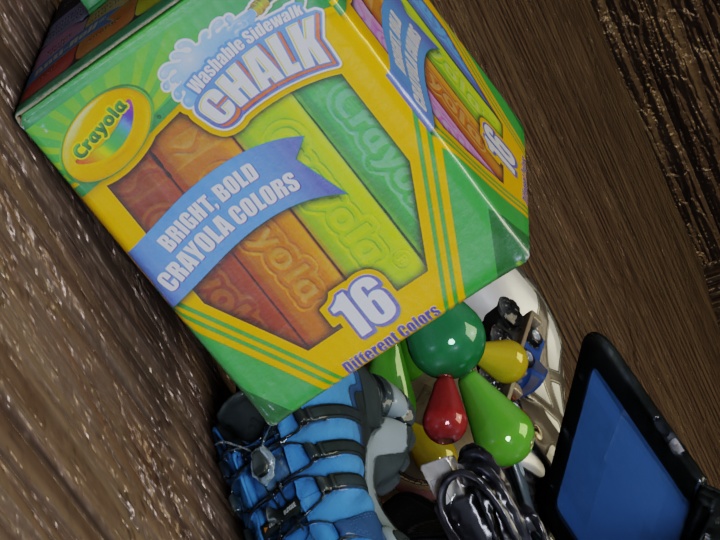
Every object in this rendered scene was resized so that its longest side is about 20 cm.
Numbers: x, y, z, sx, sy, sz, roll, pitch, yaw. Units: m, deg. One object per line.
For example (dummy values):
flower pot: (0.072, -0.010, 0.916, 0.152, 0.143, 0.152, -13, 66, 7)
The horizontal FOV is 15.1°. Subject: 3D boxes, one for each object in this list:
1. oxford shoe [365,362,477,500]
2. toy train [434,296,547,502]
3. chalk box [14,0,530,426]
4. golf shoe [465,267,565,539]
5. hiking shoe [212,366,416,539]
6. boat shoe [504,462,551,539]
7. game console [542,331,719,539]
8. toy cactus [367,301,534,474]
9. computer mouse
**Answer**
oxford shoe: (0.015, 0.024, 1.286, 0.201, 0.070, 0.075, -113, -165, -46)
toy train: (0.064, 0.076, 1.333, 0.046, 0.034, 0.200, 43, 31, -15)
chalk box: (-0.042, -0.071, 1.009, 0.200, 0.125, 0.124, 50, 18, -19)
golf shoe: (0.085, 0.078, 1.571, 0.094, 0.077, 0.201, -25, 95, -79)
hiking shoe: (-0.028, 0.090, 1.049, 0.087, 0.074, 0.200, 44, 19, -22)
boat shoe: (0.062, 0.091, 1.410, 0.073, 0.062, 0.201, -12, 85, -43)
game console: (0.120, 0.166, 1.383, 0.176, 0.116, 0.200, -58, 166, -31)
toy cactus: (0.000, 0.000, 1.174, 0.201, 0.102, 0.165, 59, -12, 31)
computer mouse: (0.037, 0.143, 1.164, 0.139, 0.053, 0.200, 61, -16, -6)
